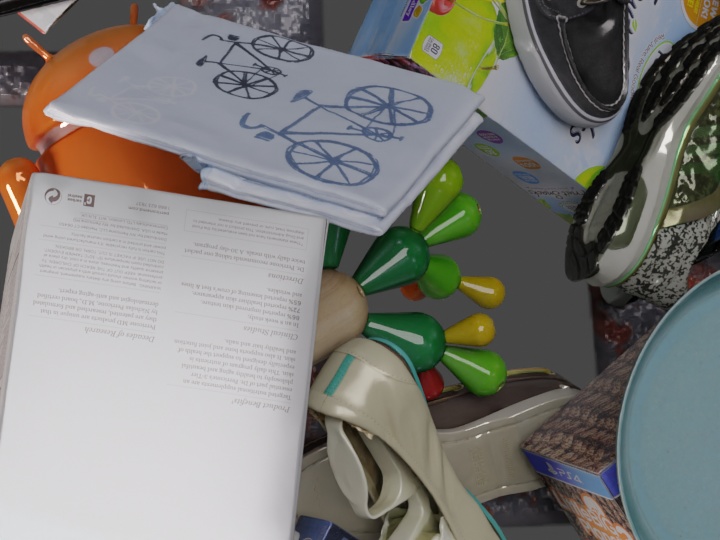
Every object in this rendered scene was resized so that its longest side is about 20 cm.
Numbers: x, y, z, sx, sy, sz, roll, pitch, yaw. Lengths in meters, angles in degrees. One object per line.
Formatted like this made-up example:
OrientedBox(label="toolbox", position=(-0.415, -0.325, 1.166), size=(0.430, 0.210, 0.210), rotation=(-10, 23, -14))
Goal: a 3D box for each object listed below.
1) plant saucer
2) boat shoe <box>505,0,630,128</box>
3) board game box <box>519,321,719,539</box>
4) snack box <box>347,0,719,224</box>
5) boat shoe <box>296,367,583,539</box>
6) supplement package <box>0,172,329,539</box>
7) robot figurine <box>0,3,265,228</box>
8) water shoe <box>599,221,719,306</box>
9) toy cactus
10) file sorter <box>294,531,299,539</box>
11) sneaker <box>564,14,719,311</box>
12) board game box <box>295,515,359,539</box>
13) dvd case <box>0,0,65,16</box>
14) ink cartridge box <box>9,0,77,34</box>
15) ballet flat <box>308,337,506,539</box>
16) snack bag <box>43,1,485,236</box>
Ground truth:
OrientedBox(label="plant saucer", position=(0.221, 0.090, 1.462), size=(0.199, 0.027, 0.202), rotation=(-3, 96, -25))
OrientedBox(label="boat shoe", position=(0.123, -0.178, 1.498), size=(0.070, 0.066, 0.202), rotation=(-17, 101, -34))
OrientedBox(label="board game box", position=(0.218, 0.134, 1.533), size=(0.159, 0.097, 0.201), rotation=(-39, 109, -16))
OrientedBox(label="snack box", position=(0.109, -0.146, 1.572), size=(0.200, 0.067, 0.170), rotation=(33, 73, -34))
OrientedBox(label="boat shoe", position=(0.042, 0.103, 1.556), size=(0.199, 0.060, 0.072), rotation=(-15, 115, -12))
OrientedBox(label="supplement package", position=(-0.111, 0.076, 1.345), size=(0.151, 0.151, 0.202), rotation=(9, 74, -10))
OrientedBox(label="robot figurine", position=(-0.123, -0.052, 1.523), size=(0.143, 0.117, 0.201), rotation=(-24, 84, 10))
OrientedBox(label="water shoe", position=(0.230, -0.038, 1.614), size=(0.079, 0.071, 0.200), rotation=(45, 75, -2))
OrientedBox(label="toy cactus", position=(0.000, 0.000, 1.504), size=(0.165, 0.102, 0.201), rotation=(-38, 112, -31))
OrientedBox(label="file sorter", position=(-0.148, 0.152, 1.469), size=(0.199, 0.139, 0.125), rotation=(33, 73, -4))
OrientedBox(label="sneaker", position=(0.196, -0.062, 1.549), size=(0.088, 0.077, 0.201), rotation=(34, 82, -21))
OrientedBox(label="board game box", position=(-0.023, 0.258, 1.499), size=(0.135, 0.035, 0.201), rotation=(35, 73, -30))
OrientedBox(label="dvd case", position=(-0.182, -0.214, 1.529), size=(0.199, 0.018, 0.144), rotation=(-13, 62, 0))
OrientedBox(label="ink cartridge box", position=(-0.145, -0.221, 1.567), size=(0.109, 0.050, 0.200), rotation=(38, 74, 23))
OrientedBox(label="ballet flat", position=(0.024, 0.126, 1.478), size=(0.069, 0.069, 0.201), rotation=(-38, 122, -15))
OrientedBox(label="snack bag", position=(-0.050, -0.083, 1.419), size=(0.199, 0.189, 0.022), rotation=(17, 117, 12))
